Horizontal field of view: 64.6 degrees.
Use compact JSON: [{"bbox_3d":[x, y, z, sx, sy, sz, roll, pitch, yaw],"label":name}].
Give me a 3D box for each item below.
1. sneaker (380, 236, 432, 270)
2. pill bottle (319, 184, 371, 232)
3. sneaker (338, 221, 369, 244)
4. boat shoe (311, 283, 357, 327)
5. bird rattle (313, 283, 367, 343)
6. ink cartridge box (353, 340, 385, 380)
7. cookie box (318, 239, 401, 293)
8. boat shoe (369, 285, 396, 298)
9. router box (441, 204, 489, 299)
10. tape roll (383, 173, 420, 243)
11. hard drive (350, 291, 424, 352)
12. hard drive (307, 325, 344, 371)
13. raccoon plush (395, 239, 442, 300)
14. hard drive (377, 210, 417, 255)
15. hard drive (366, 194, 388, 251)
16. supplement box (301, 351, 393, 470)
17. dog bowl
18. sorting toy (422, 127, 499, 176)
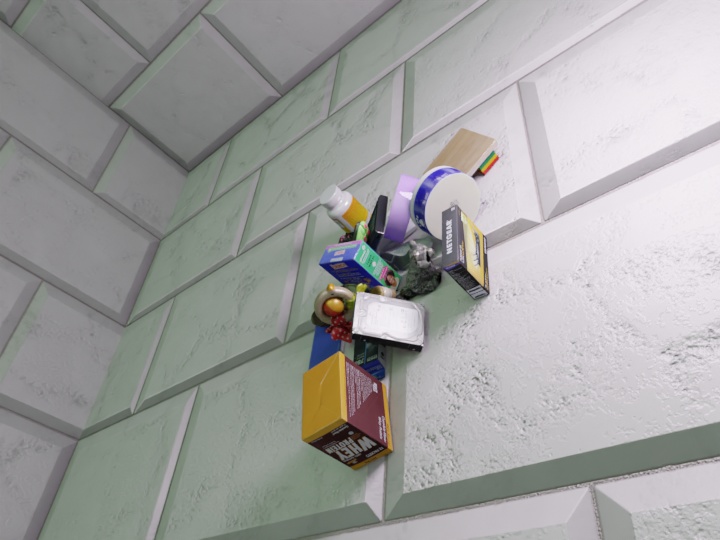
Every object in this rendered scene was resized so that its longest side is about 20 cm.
[{"bbox_3d":[0.146,-0.054,1.764,0.198,0.071,0.080,-10,31,46],"label":"sneaker"},{"bbox_3d":[-0.050,-0.208,2.011,0.110,0.200,0.112,-30,38,27],"label":"pill bottle"},{"bbox_3d":[-0.029,-0.086,1.791,0.077,0.083,0.201,-54,-7,-36],"label":"sneaker"},{"bbox_3d":[-0.066,0.109,1.794,0.199,0.068,0.073,-35,58,24],"label":"boat shoe"},{"bbox_3d":[-0.062,0.112,1.682,0.200,0.161,0.114,-48,24,35],"label":"bird rattle"},{"bbox_3d":[0.027,0.231,1.646,0.099,0.039,0.202,-29,40,29],"label":"ink cartridge box"},{"bbox_3d":[0.000,0.000,1.751,0.169,0.200,0.076,-5,53,47],"label":"cookie box"},{"bbox_3d":[0.042,0.109,1.714,0.200,0.068,0.075,-42,52,53],"label":"boat shoe"},{"bbox_3d":[0.277,-0.050,1.505,0.052,0.157,0.203,-25,42,33],"label":"router box"},{"bbox_3d":[0.128,-0.189,1.748,0.200,0.065,0.204,18,-91,-87],"label":"tape roll"},{"bbox_3d":[0.076,0.138,1.551,0.038,0.196,0.141,105,175,-50],"label":"hard drive"},{"bbox_3d":[-0.103,0.234,1.811,0.131,0.025,0.202,-26,40,33],"label":"hard drive"},{"bbox_3d":[0.143,0.014,1.625,0.200,0.134,0.097,-48,34,4],"label":"raccoon plush"},{"bbox_3d":[0.082,-0.122,1.896,0.199,0.027,0.133,-37,45,10],"label":"hard drive"},{"bbox_3d":[0.043,-0.121,1.790,0.201,0.032,0.142,114,165,-58],"label":"hard drive"},{"bbox_3d":[-0.035,0.359,1.447,0.132,0.200,0.199,-33,37,24],"label":"supplement box"},{"bbox_3d":[0.246,-0.193,1.642,0.201,0.200,0.079,-50,35,0],"label":"dog bowl"},{"bbox_3d":[0.324,-0.335,1.803,0.201,0.069,0.199,-50,33,3],"label":"sorting toy"}]
